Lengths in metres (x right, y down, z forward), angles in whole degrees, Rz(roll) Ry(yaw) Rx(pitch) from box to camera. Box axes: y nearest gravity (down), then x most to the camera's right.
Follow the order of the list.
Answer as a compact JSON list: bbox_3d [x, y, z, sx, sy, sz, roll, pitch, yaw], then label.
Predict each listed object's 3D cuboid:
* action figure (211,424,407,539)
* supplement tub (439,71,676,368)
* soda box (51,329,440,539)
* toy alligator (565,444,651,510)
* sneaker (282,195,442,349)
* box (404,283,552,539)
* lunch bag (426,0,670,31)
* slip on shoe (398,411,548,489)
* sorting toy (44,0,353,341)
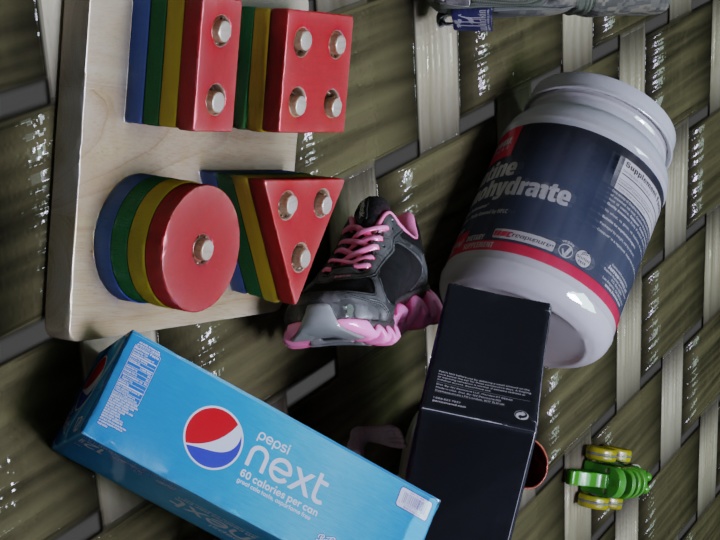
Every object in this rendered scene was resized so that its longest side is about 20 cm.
[{"bbox_3d":[-0.059,0.201,0.988,0.193,0.105,0.201,-28,149,-46],"label":"action figure"},{"bbox_3d":[0.157,-0.039,1.196,0.201,0.140,0.140,-65,146,-24],"label":"supplement tub"},{"bbox_3d":[-0.062,0.112,0.841,0.200,0.068,0.064,31,66,-15],"label":"soda box"},{"bbox_3d":[0.263,0.208,1.526,0.200,0.054,0.060,13,88,-59],"label":"toy alligator"},{"bbox_3d":[0.000,0.000,1.009,0.200,0.079,0.096,-19,108,-73],"label":"sneaker"},{"bbox_3d":[0.070,0.133,1.036,0.141,0.078,0.201,-68,169,-56],"label":"box"},{"bbox_3d":[0.130,-0.270,1.074,0.139,0.167,0.201,-87,178,-78],"label":"lunch bag"},{"bbox_3d":[0.091,0.146,1.217,0.200,0.061,0.074,19,84,-58],"label":"slip on shoe"},{"bbox_3d":[-0.078,-0.064,0.867,0.200,0.069,0.200,-7,105,-58],"label":"sorting toy"}]
